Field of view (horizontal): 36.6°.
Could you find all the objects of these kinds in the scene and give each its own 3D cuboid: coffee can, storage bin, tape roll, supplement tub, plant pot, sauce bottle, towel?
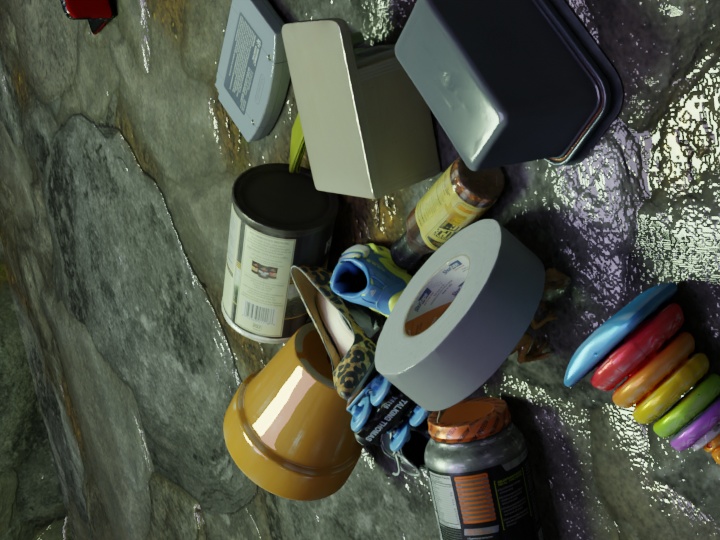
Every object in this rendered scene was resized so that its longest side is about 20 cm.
[{"bbox_3d":[-0.114,-0.023,1.500,0.147,0.145,0.202,47,141,35],"label":"coffee can"},{"bbox_3d":[0.127,-0.187,1.052,0.202,0.133,0.146,60,146,21],"label":"storage bin"},{"bbox_3d":[0.102,0.045,1.145,0.066,0.202,0.199,38,152,-15],"label":"tape roll"},{"bbox_3d":[0.142,0.258,1.258,0.122,0.121,0.204,4,108,56],"label":"supplement tub"},{"bbox_3d":[-0.068,0.179,1.497,0.201,0.198,0.185,52,132,28],"label":"plant pot"},{"bbox_3d":[0.093,-0.060,1.237,0.067,0.065,0.200,63,150,14],"label":"sauce bottle"},{"bbox_3d":[-0.060,-0.220,1.412,0.201,0.018,0.087,118,160,-51],"label":"towel"}]

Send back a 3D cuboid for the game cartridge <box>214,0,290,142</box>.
[{"bbox_3d":[-0.149,-0.286,1.532,0.134,0.041,0.201,51,143,24],"label":"game cartridge"}]

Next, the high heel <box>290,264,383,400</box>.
[{"bbox_3d":[-0.046,0.075,1.364,0.142,0.201,0.072,36,117,-11],"label":"high heel"}]

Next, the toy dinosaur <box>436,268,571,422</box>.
[{"bbox_3d":[0.147,0.078,1.156,0.060,0.106,0.201,39,94,37],"label":"toy dinosaur"}]

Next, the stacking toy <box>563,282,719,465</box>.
[{"bbox_3d":[0.295,0.120,0.988,0.201,0.109,0.117,49,131,14],"label":"stacking toy"}]

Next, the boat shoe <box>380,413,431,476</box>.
[{"bbox_3d":[0.075,0.227,1.405,0.199,0.061,0.076,-4,104,58],"label":"boat shoe"}]

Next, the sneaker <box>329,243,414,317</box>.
[{"bbox_3d":[0.000,0.000,1.346,0.199,0.104,0.077,30,95,59],"label":"sneaker"}]

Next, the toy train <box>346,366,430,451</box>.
[{"bbox_3d":[0.054,0.132,1.336,0.201,0.086,0.115,-52,18,35],"label":"toy train"}]

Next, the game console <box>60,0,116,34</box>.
[{"bbox_3d":[-0.517,-0.527,1.921,0.117,0.172,0.204,-14,94,32],"label":"game console"}]

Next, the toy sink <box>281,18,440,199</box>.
[{"bbox_3d":[0.004,-0.200,1.262,0.129,0.111,0.204,13,120,54],"label":"toy sink"}]
